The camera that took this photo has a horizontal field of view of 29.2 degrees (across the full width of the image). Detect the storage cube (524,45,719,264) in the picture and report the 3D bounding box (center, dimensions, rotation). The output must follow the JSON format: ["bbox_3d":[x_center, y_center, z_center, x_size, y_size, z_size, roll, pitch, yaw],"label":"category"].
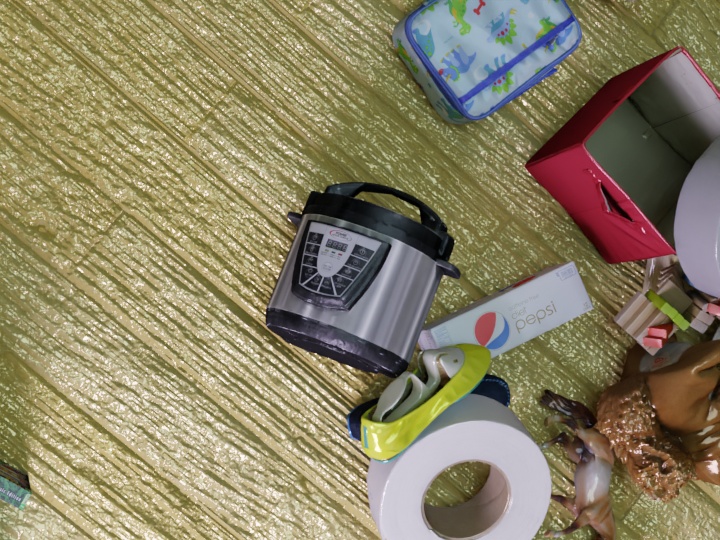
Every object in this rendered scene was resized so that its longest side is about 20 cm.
[{"bbox_3d":[0.331,-0.130,1.629,0.200,0.180,0.171,-45,98,-13],"label":"storage cube"}]

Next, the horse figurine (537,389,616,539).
[{"bbox_3d":[0.259,0.241,1.640,0.132,0.050,0.201,9,75,-35],"label":"horse figurine"}]

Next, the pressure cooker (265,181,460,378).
[{"bbox_3d":[0.000,0.000,1.535,0.175,0.178,0.201,26,80,-25],"label":"pressure cooker"}]

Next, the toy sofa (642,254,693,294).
[{"bbox_3d":[0.448,0.001,1.711,0.199,0.098,0.083,-2,111,-15],"label":"toy sofa"}]

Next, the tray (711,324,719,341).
[{"bbox_3d":[0.502,0.141,1.718,0.200,0.022,0.107,51,40,-6],"label":"tray"}]

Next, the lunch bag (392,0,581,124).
[{"bbox_3d":[0.154,-0.278,1.645,0.200,0.082,0.161,-35,98,-14],"label":"lunch bag"}]

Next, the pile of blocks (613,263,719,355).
[{"bbox_3d":[0.399,0.032,1.622,0.199,0.062,0.082,-27,115,-5],"label":"pile of blocks"}]

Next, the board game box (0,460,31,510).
[{"bbox_3d":[-0.384,0.199,1.399,0.105,0.200,0.024,29,80,-12],"label":"board game box"}]

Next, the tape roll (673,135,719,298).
[{"bbox_3d":[0.443,-0.060,1.541,0.200,0.066,0.201,-11,111,-31],"label":"tape roll"}]

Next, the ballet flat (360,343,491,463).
[{"bbox_3d":[0.071,0.126,1.502,0.200,0.067,0.067,-41,126,-30],"label":"ballet flat"}]

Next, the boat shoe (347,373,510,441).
[{"bbox_3d":[0.087,0.170,1.596,0.199,0.069,0.085,-18,91,-16],"label":"boat shoe"}]

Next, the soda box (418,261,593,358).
[{"bbox_3d":[0.168,0.058,1.628,0.199,0.068,0.064,-24,92,-15],"label":"soda box"}]

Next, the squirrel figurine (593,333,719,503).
[{"bbox_3d":[0.380,0.192,1.649,0.200,0.141,0.187,-36,109,-23],"label":"squirrel figurine"}]

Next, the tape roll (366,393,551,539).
[{"bbox_3d":[0.110,0.242,1.557,0.201,0.071,0.203,-5,113,-12],"label":"tape roll"}]
